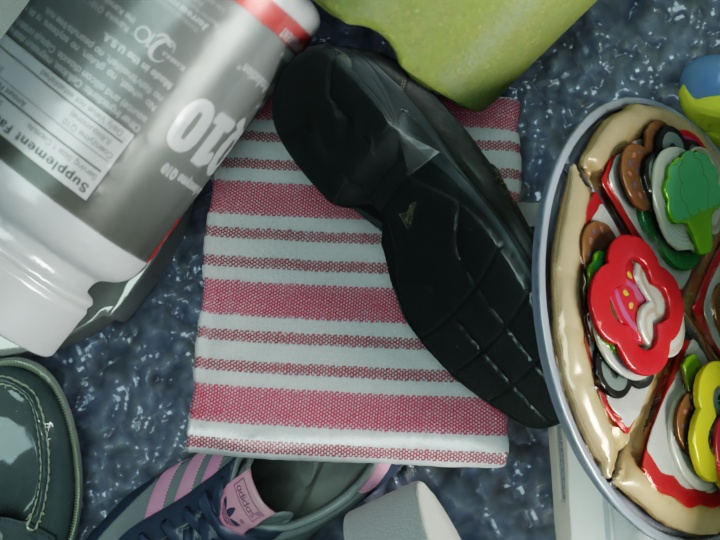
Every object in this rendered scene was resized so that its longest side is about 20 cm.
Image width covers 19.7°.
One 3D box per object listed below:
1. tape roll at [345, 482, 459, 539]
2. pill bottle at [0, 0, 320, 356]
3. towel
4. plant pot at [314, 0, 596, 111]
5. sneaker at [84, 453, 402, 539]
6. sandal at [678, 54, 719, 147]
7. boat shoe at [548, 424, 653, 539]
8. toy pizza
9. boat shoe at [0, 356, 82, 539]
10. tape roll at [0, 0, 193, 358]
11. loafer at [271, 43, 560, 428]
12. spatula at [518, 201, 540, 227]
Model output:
[{"bbox_3d":[0.050,0.188,0.885,0.037,0.203,0.204,-24,84,4],"label":"tape roll"},{"bbox_3d":[-0.119,-0.068,0.942,0.114,0.114,0.200,37,91,8],"label":"pill bottle"},{"bbox_3d":[0.000,0.000,0.961,0.145,0.030,0.201,3,60,3],"label":"towel"},{"bbox_3d":[0.060,-0.182,0.940,0.200,0.200,0.184,41,103,8],"label":"plant pot"},{"bbox_3d":[-0.066,0.114,0.975,0.200,0.082,0.070,-37,84,3],"label":"sneaker"},{"bbox_3d":[0.244,-0.102,0.962,0.199,0.080,0.088,-7,80,-1],"label":"sandal"},{"bbox_3d":[0.125,0.067,0.962,0.068,0.072,0.201,-3,88,-5],"label":"boat shoe"},{"bbox_3d":[0.143,0.021,0.909,0.032,0.200,0.202,-13,84,40],"label":"toy pizza"},{"bbox_3d":[-0.181,0.142,0.989,0.072,0.062,0.201,14,95,7],"label":"boat shoe"},{"bbox_3d":[-0.179,-0.056,1.024,0.201,0.037,0.204,-1,85,7],"label":"tape roll"},{"bbox_3d":[0.046,-0.022,0.918,0.073,0.072,0.201,-44,73,38],"label":"loafer"},{"bbox_3d":[0.070,-0.026,0.999,0.199,0.021,0.057,-3,88,7],"label":"spatula"}]
